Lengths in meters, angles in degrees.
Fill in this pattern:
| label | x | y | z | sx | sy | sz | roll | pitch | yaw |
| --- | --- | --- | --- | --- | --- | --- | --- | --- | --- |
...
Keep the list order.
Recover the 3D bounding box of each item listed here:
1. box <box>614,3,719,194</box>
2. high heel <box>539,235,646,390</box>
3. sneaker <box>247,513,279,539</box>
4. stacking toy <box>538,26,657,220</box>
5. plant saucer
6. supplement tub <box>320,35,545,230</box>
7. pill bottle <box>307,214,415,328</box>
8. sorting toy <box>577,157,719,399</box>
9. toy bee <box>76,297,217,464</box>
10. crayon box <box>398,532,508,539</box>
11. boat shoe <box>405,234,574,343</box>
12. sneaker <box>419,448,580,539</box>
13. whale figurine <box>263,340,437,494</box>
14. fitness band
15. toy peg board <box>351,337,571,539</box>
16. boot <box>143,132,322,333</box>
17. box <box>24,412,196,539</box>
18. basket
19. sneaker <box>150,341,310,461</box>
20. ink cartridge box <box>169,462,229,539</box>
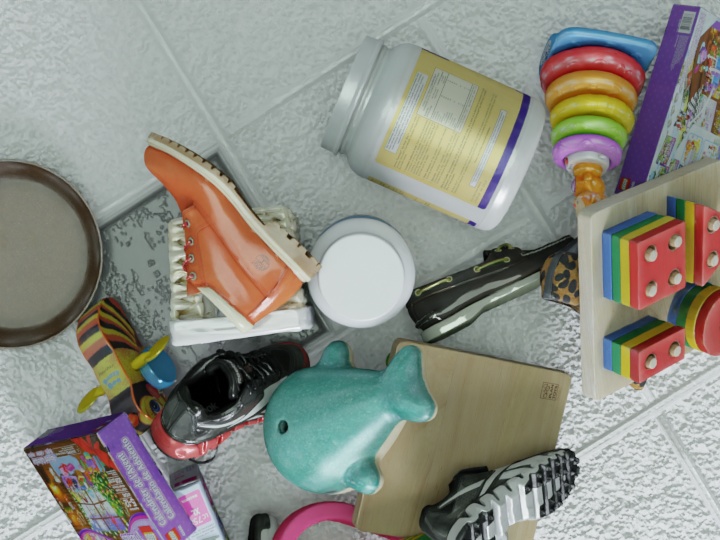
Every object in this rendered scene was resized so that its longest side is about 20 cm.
| label | x | y | z | sx | sy | sz | roll | pitch | yaw |
| --- | --- | --- | --- | --- | --- | --- | --- | --- | --- |
| box | 0.344 | -0.156 | 1.353 | 0.136 | 0.039 | 0.202 | 14 | 94 | -41 |
| high heel | 0.239 | 0.061 | 1.348 | 0.071 | 0.142 | 0.201 | -4 | 114 | 40 |
| sneaker | -0.055 | 0.350 | 1.418 | 0.114 | 0.076 | 0.202 | -11 | 97 | -11 |
| stacking toy | 0.231 | -0.135 | 1.321 | 0.109 | 0.116 | 0.202 | 8 | 68 | -2 |
| plant saucer | -0.372 | -0.018 | 1.402 | 0.198 | 0.032 | 0.202 | 0 | 95 | -1 |
| supplement tub | 0.073 | -0.143 | 1.338 | 0.199 | 0.145 | 0.146 | 24 | 93 | -2 |
| pill bottle | 0.000 | 0.000 | 1.319 | 0.108 | 0.200 | 0.110 | 0 | 93 | 0 |
| sorting toy | 0.312 | 0.013 | 1.310 | 0.198 | 0.069 | 0.202 | -22 | 117 | -33 |
| toy bee | -0.232 | 0.122 | 1.365 | 0.199 | 0.109 | 0.131 | 35 | 110 | 8 |
| crayon box | 0.057 | 0.339 | 1.334 | 0.198 | 0.051 | 0.128 | -11 | 102 | -15 |
| boat shoe | 0.142 | 0.006 | 1.382 | 0.200 | 0.072 | 0.061 | -27 | 79 | -11 |
| sneaker | 0.137 | 0.224 | 1.329 | 0.199 | 0.090 | 0.067 | -26 | 122 | -35 |
| whale figurine | -0.017 | 0.142 | 1.287 | 0.199 | 0.103 | 0.160 | -30 | 64 | 38 |
| fitness band | -0.006 | 0.324 | 1.384 | 0.199 | 0.037 | 0.145 | 22 | 70 | -20 |
| toy peg board | 0.097 | 0.179 | 1.398 | 0.198 | 0.098 | 0.202 | 12 | 95 | -17 |
| boot | -0.142 | -0.035 | 1.200 | 0.200 | 0.075 | 0.107 | 44 | 90 | 4 |
| box | -0.259 | 0.220 | 1.334 | 0.039 | 0.199 | 0.137 | -37 | 101 | -35 |
| basket | -0.120 | 0.006 | 1.325 | 0.134 | 0.200 | 0.124 | -7 | 88 | 0 |
| sneaker | -0.122 | 0.117 | 1.341 | 0.200 | 0.098 | 0.071 | -27 | 65 | -38 |
| ink cartridge box | -0.149 | 0.308 | 1.379 | 0.042 | 0.119 | 0.201 | -20 | 93 | -8 |
